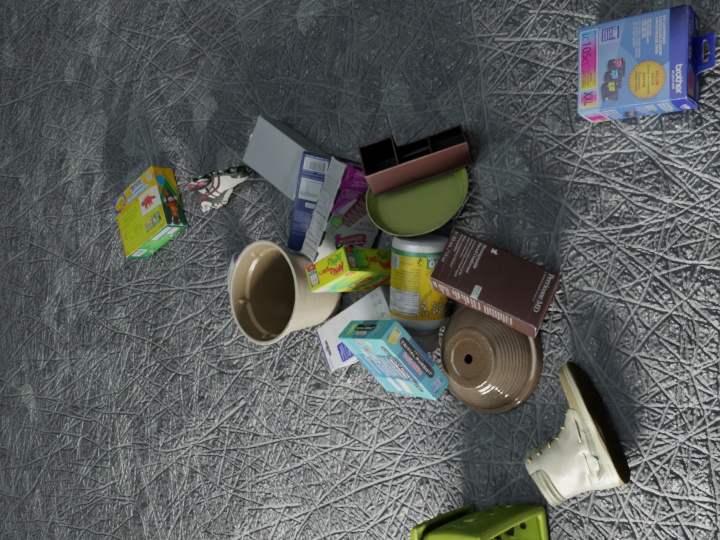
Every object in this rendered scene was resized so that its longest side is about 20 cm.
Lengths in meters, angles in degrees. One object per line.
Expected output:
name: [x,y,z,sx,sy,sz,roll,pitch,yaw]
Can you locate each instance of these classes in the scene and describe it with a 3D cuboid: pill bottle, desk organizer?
pill bottle: [0.108,0.041,1.315,0.111,0.111,0.206,11,105,38]
desk organizer: [0.099,-0.209,1.297,0.195,0.077,0.074,-18,66,10]

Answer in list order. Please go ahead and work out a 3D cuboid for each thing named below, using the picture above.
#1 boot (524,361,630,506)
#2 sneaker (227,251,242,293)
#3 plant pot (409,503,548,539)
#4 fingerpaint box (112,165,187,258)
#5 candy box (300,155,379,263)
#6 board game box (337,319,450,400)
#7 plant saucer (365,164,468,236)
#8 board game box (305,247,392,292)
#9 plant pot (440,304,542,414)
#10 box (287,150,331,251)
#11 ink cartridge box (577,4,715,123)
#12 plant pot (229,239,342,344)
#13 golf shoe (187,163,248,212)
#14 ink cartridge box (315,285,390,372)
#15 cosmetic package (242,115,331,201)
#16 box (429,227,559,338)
boot: [0.330,0.267,1.167,0.153,0.071,0.205,-33,70,37]
sneaker: [-0.257,0.061,1.661,0.100,0.073,0.204,-48,57,44]
plant pot: [0.195,0.506,1.200,0.179,0.196,0.207,-9,84,45]
fingerpaint box: [-0.559,-0.152,1.898,0.198,0.072,0.171,-30,72,34]
candy box: [-0.023,-0.108,1.412,0.061,0.134,0.205,37,113,47]
board game box: [0.056,0.159,1.302,0.151,0.047,0.199,48,160,-14]
plant saucer: [0.106,-0.139,1.325,0.194,0.031,0.204,-11,53,15]
board game box: [0.000,0.000,1.355,0.100,0.198,0.049,-28,73,34]
plant pot: [0.210,0.152,1.251,0.197,0.092,0.208,1,91,39]
box: [-0.080,-0.133,1.482,0.118,0.032,0.206,12,104,-1]
ink cartridge box: [0.435,-0.311,1.083,0.196,0.075,0.141,-1,89,38]
plant pot: [-0.140,0.044,1.481,0.196,0.181,0.207,0,89,38]
golf shoe: [-0.331,-0.201,1.724,0.196,0.077,0.090,-8,104,41]
ink cartridge box: [-0.002,0.122,1.460,0.198,0.039,0.102,-33,69,33]
cosmetic package: [-0.161,-0.243,1.568,0.199,0.080,0.115,41,114,33]
box: [0.223,0.021,1.201,0.196,0.075,0.102,25,79,17]
